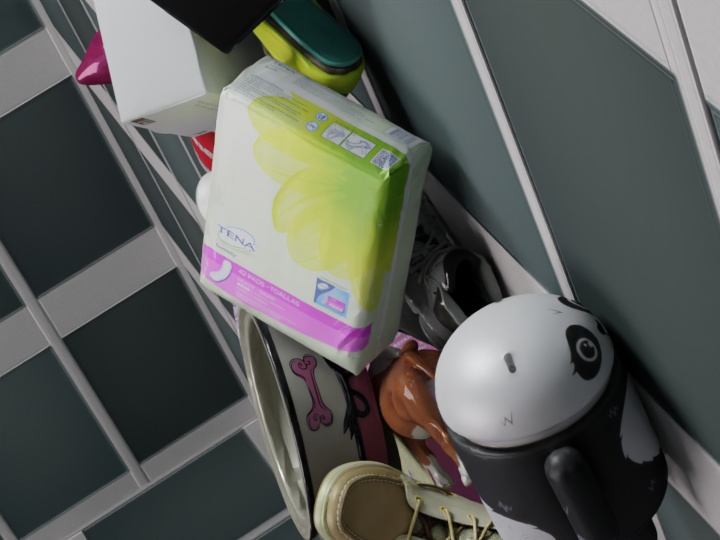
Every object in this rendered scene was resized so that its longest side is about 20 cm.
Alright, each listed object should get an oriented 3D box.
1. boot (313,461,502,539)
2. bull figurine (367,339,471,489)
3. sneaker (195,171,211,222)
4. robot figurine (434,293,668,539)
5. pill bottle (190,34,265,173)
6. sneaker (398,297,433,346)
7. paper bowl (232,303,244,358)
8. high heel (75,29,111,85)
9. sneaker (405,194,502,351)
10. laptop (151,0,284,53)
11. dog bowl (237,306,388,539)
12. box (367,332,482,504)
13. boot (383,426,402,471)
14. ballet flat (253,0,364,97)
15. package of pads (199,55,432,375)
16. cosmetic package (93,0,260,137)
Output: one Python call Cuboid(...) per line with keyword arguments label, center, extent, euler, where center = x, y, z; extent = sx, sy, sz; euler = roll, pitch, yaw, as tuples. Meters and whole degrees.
Cuboid(label="boot", center=(0.075, 0.200, 1.615), extent=(0.155, 0.072, 0.200), euler=(12, 171, 44))
Cuboid(label="bull figurine", center=(0.052, 0.108, 1.680), extent=(0.121, 0.065, 0.200), euler=(51, 174, 2))
Cuboid(label="sneaker", center=(-0.014, -0.052, 1.800), extent=(0.202, 0.146, 0.077), euler=(15, -114, -42))
Cuboid(label="robot figurine", center=(0.128, 0.107, 1.405), extent=(0.150, 0.125, 0.200), euler=(11, 138, 46))
Cuboid(label="pill bottle", center=(-0.095, -0.148, 1.795), extent=(0.112, 0.112, 0.200), euler=(55, 171, 17))
Cuboid(label="sneaker", center=(0.000, 0.000, 1.727), extent=(0.200, 0.071, 0.099), euler=(31, 177, -17))
Cuboid(label="paper bowl", center=(-0.041, 0.039, 2.047), extent=(0.201, 0.104, 0.201), euler=(-12, -90, -76))
Cuboid(label="high heel", center=(-0.164, -0.194, 1.849), extent=(0.067, 0.096, 0.200), euler=(58, -156, -1))
Cuboid(label="sneaker", center=(0.047, -0.021, 1.620), extent=(0.200, 0.075, 0.115), euler=(48, 167, -2))
Cuboid(label="laptop", center=(-0.116, -0.282, 1.494), extent=(0.187, 0.116, 0.200), euler=(-35, 59, 54))
Cuboid(label="dog bowl", center=(-0.036, 0.110, 1.731), extent=(0.200, 0.074, 0.200), euler=(164, 90, -80))
Cuboid(label="box", center=(0.062, 0.115, 1.910), extent=(0.200, 0.097, 0.176), euler=(47, 167, 49))
Cuboid(label="boot", center=(0.005, 0.179, 1.929), extent=(0.187, 0.064, 0.200), euler=(60, 175, 38))
Cuboid(label="ballet flat", center=(-0.069, -0.195, 1.604), extent=(0.200, 0.067, 0.067), euler=(52, 148, 23))
Cuboid(label="package of pads", center=(-0.038, -0.041, 1.575), extent=(0.154, 0.068, 0.200), euler=(30, 135, 21))
Cuboid(label="cosmetic package", center=(-0.144, -0.208, 1.642), extent=(0.113, 0.081, 0.200), euler=(1, -109, -66))
